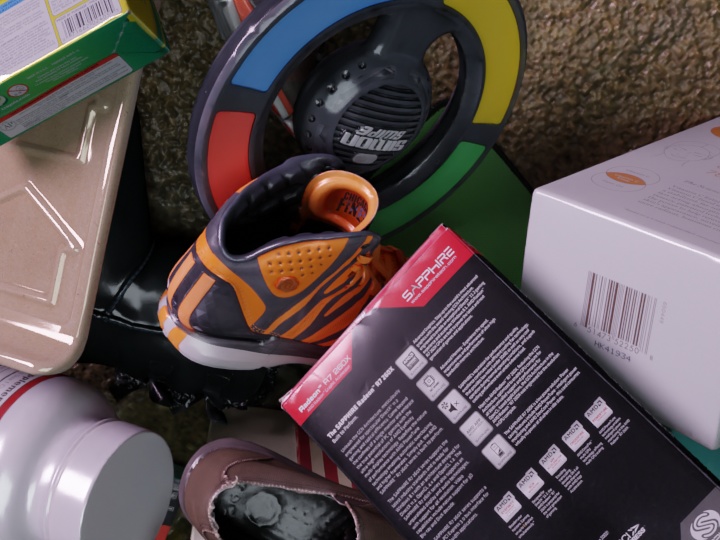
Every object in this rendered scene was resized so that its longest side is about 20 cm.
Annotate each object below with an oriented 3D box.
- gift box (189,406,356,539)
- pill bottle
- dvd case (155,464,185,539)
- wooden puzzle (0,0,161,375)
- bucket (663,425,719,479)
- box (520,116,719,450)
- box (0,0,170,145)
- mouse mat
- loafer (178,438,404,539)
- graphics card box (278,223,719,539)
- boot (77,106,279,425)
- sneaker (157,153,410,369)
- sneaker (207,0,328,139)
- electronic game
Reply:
[{"bbox_3d":[-0.038,0.193,0.752,0.183,0.187,0.201,4,116,-5],"label":"gift box"},{"bbox_3d":[-0.214,0.106,0.701,0.199,0.112,0.113,15,118,24],"label":"pill bottle"},{"bbox_3d":[-0.217,0.199,0.837,0.145,0.022,0.201,19,112,-11],"label":"dvd case"},{"bbox_3d":[-0.198,-0.061,0.641,0.184,0.046,0.201,14,89,22],"label":"wooden puzzle"},{"bbox_3d":[0.164,0.159,0.744,0.207,0.207,0.135,-41,106,15],"label":"bucket"},{"bbox_3d":[0.193,-0.005,0.649,0.199,0.124,0.098,-22,126,-42],"label":"box"},{"bbox_3d":[-0.180,-0.169,0.603,0.117,0.201,0.048,-26,158,10],"label":"box"},{"bbox_3d":[0.061,0.016,0.746,0.161,0.008,0.200,-45,109,-4],"label":"mouse mat"},{"bbox_3d":[-0.002,0.151,0.628,0.199,0.071,0.073,19,92,-6],"label":"loafer"},{"bbox_3d":[0.072,0.091,0.581,0.200,0.051,0.126,44,95,19],"label":"graphics card box"},{"bbox_3d":[-0.112,-0.008,0.718,0.161,0.073,0.199,15,113,-12],"label":"boot"},{"bbox_3d":[0.000,0.000,0.640,0.199,0.078,0.112,-2,142,-37],"label":"sneaker"},{"bbox_3d":[-0.041,-0.152,0.654,0.082,0.077,0.201,-31,121,-5],"label":"sneaker"},{"bbox_3d":[0.002,-0.084,0.636,0.199,0.042,0.201,-22,142,-18],"label":"electronic game"}]
